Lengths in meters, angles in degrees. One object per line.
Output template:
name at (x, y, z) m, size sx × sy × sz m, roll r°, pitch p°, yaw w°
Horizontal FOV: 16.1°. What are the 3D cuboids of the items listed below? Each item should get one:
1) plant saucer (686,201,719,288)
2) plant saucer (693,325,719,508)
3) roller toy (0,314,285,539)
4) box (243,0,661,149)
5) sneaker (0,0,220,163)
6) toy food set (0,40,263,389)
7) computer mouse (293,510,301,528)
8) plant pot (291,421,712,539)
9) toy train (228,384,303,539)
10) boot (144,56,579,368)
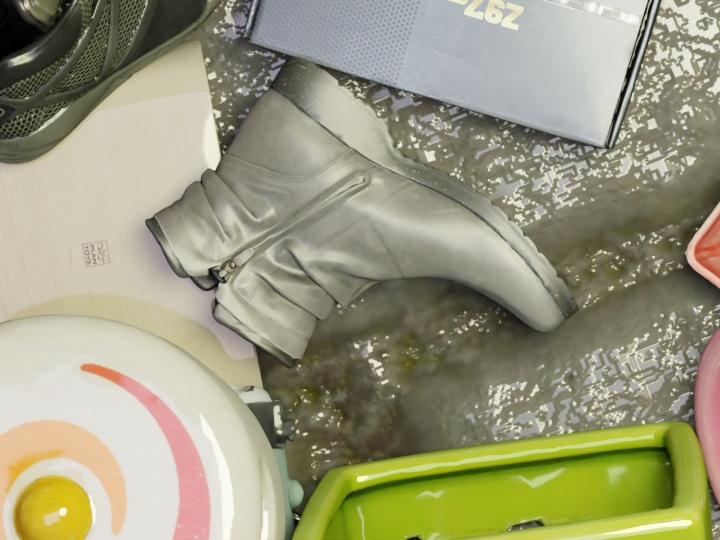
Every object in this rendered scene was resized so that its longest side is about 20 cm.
plant saucer at (0.298, -0.028, 1.272) m, size 0.199 × 0.037 × 0.200 m, roll 36°, pitch 97°, yaw 5°
plant saucer at (0.246, 0.099, 1.224) m, size 0.051 × 0.200 × 0.201 m, roll -28°, pitch 88°, yaw -27°
roller toy at (-0.131, 0.111, 1.167) m, size 0.182 × 0.140 × 0.200 m, roll -33°, pitch 82°, yaw 0°
box at (0.057, -0.163, 1.290) m, size 0.199 × 0.051 × 0.158 m, roll 18°, pitch 96°, yaw 7°
sneaker at (-0.128, -0.150, 1.263) m, size 0.076 × 0.114 × 0.199 m, roll 40°, pitch 72°, yaw 17°
toy food set at (-0.136, -0.009, 1.326) m, size 0.143 × 0.060 × 0.201 m, roll -11°, pitch 93°, yaw -3°
computer mouse at (-0.105, 0.214, 1.330) m, size 0.140 × 0.046 × 0.201 m, roll 11°, pitch 94°, yaw 7°
plant pot at (0.080, 0.191, 1.234) m, size 0.198 × 0.200 × 0.182 m, roll -8°, pitch 97°, yaw 7°
toy train at (-0.078, 0.154, 1.273) m, size 0.113 × 0.085 × 0.201 m, roll -7°, pitch 83°, yaw 1°
boot at (0.000, 0.000, 1.283) m, size 0.200 × 0.070 × 0.132 m, roll 37°, pitch 85°, yaw 6°
